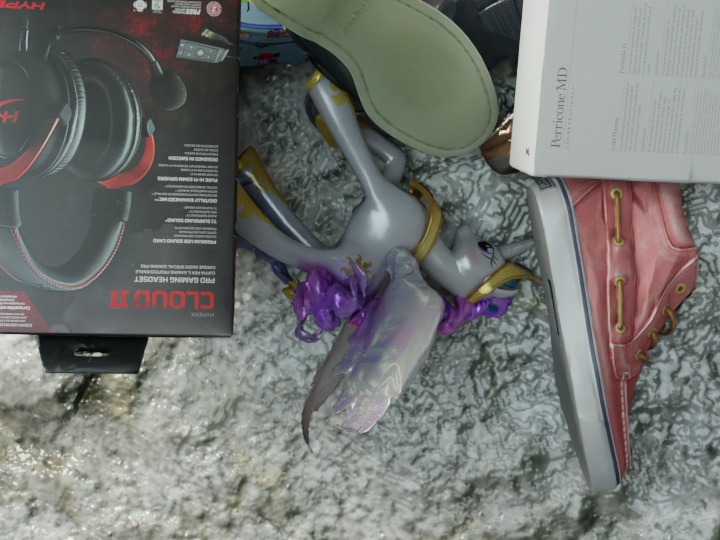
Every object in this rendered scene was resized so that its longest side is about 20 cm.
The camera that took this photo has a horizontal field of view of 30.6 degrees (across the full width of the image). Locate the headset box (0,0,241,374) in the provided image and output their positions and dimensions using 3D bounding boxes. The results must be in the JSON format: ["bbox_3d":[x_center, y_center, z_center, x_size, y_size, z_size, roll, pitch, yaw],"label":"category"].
[{"bbox_3d":[-0.140,-0.046,0.703,0.148,0.075,0.201,2,91,-9],"label":"headset box"}]

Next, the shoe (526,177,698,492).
[{"bbox_3d":[0.164,0.035,0.810,0.091,0.071,0.201,-11,99,-1],"label":"shoe"}]

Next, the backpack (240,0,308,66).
[{"bbox_3d":[-0.059,-0.227,0.798,0.182,0.135,0.201,-6,99,-12],"label":"backpack"}]

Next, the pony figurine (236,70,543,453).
[{"bbox_3d":[0.000,0.000,0.805,0.200,0.166,0.193,42,73,-10],"label":"pony figurine"}]

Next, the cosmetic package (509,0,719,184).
[{"bbox_3d":[0.169,-0.151,0.737,0.150,0.052,0.201,2,101,-13],"label":"cosmetic package"}]

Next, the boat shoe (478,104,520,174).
[{"bbox_3d":[0.143,-0.141,0.810,0.200,0.076,0.072,-43,80,1],"label":"boat shoe"}]

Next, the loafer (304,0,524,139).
[{"bbox_3d":[0.051,-0.146,0.824,0.200,0.063,0.072,-29,118,33],"label":"loafer"}]

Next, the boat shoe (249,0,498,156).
[{"bbox_3d":[0.001,-0.140,0.759,0.199,0.066,0.075,30,111,-31],"label":"boat shoe"}]
